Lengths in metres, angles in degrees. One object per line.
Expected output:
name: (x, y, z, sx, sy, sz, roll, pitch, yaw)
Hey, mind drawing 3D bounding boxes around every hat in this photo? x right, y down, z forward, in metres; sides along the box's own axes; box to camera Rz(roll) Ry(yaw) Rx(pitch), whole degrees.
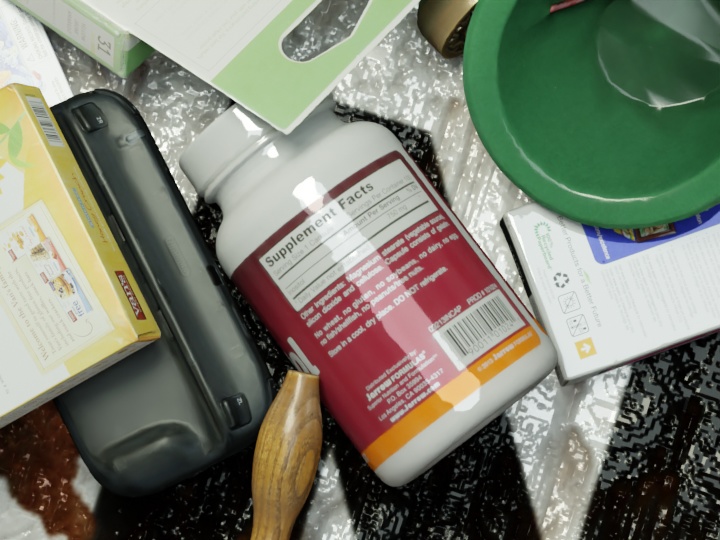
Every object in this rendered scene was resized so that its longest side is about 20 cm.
hat: (0.167, -0.128, 1.526, 0.199, 0.176, 0.166, -24, 97, 20)

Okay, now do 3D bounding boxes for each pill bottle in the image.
pill bottle: (0.000, 0.000, 1.459, 0.113, 0.113, 0.200, -36, 84, -7)

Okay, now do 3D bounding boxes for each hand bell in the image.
hand bell: (-0.050, 0.148, 1.424, 0.104, 0.104, 0.201, 11, 90, -1)

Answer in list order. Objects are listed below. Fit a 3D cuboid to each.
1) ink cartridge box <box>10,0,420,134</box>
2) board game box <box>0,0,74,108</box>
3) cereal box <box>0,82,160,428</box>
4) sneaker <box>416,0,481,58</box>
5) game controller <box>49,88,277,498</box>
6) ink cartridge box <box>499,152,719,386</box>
ink cartridge box: (-0.076, -0.153, 1.470, 0.200, 0.048, 0.146, 35, 60, 13)
board game box: (-0.197, -0.036, 1.489, 0.134, 0.045, 0.201, -24, 83, -6)
cereal box: (-0.216, 0.017, 1.429, 0.199, 0.040, 0.144, -28, 83, 15)
sneaker: (0.088, -0.208, 1.524, 0.200, 0.067, 0.090, -44, 73, -5)
game controller: (-0.124, 0.011, 1.449, 0.104, 0.042, 0.201, -28, 83, 8)
ink cartridge box: (0.181, -0.017, 1.509, 0.199, 0.037, 0.095, -20, 82, -3)
